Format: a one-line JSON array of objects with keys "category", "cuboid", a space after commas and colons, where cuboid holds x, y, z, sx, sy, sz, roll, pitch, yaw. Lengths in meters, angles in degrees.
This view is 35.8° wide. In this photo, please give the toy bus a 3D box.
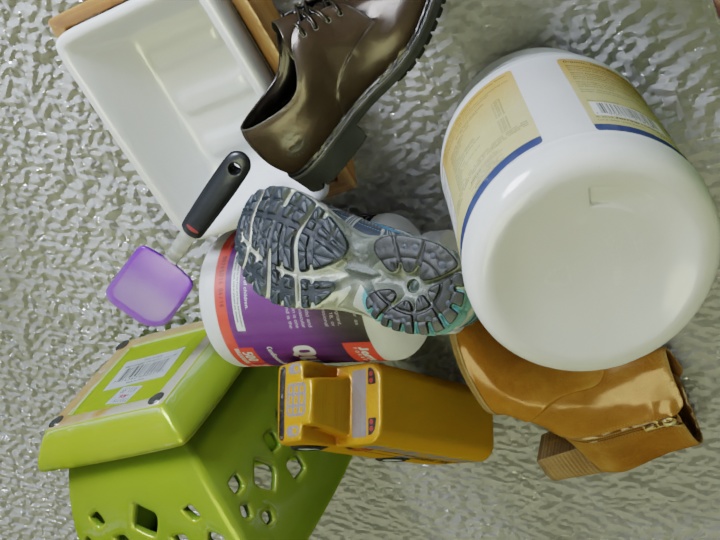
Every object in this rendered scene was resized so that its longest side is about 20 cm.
[{"category": "toy bus", "cuboid": [0.022, 0.116, 0.896, 0.078, 0.066, 0.199, -11, 161, 37]}]

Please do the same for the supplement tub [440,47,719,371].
[{"category": "supplement tub", "cuboid": [0.124, -0.048, 0.684, 0.143, 0.201, 0.146, -1, 118, -1]}]

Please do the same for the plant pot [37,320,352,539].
[{"category": "plant pot", "cuboid": [-0.150, 0.158, 0.991, 0.198, 0.199, 0.183, -15, 114, 31]}]

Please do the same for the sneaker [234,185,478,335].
[{"category": "sneaker", "cuboid": [0.000, 0.000, 0.768, 0.199, 0.086, 0.078, 22, 96, 31]}]

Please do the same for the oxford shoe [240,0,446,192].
[{"category": "oxford shoe", "cuboid": [-0.008, -0.151, 0.712, 0.084, 0.073, 0.201, 29, 101, -26]}]

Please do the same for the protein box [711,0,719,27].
[{"category": "protein box", "cuboid": [0.284, -0.119, 0.581, 0.134, 0.199, 0.201, -13, 122, 30]}]

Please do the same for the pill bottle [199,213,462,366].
[{"category": "pill bottle", "cuboid": [-0.019, 0.016, 0.871, 0.198, 0.113, 0.113, -4, 126, 25]}]

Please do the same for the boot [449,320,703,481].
[{"category": "boot", "cuboid": [0.174, 0.083, 0.887, 0.143, 0.071, 0.202, -26, 118, 29]}]

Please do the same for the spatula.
[{"category": "spatula", "cuboid": [-0.132, -0.023, 0.840, 0.056, 0.021, 0.200, 36, 132, -8]}]

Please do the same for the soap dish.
[{"category": "soap dish", "cuboid": [-0.108, -0.129, 0.811, 0.156, 0.082, 0.201, -15, 120, 31]}]
